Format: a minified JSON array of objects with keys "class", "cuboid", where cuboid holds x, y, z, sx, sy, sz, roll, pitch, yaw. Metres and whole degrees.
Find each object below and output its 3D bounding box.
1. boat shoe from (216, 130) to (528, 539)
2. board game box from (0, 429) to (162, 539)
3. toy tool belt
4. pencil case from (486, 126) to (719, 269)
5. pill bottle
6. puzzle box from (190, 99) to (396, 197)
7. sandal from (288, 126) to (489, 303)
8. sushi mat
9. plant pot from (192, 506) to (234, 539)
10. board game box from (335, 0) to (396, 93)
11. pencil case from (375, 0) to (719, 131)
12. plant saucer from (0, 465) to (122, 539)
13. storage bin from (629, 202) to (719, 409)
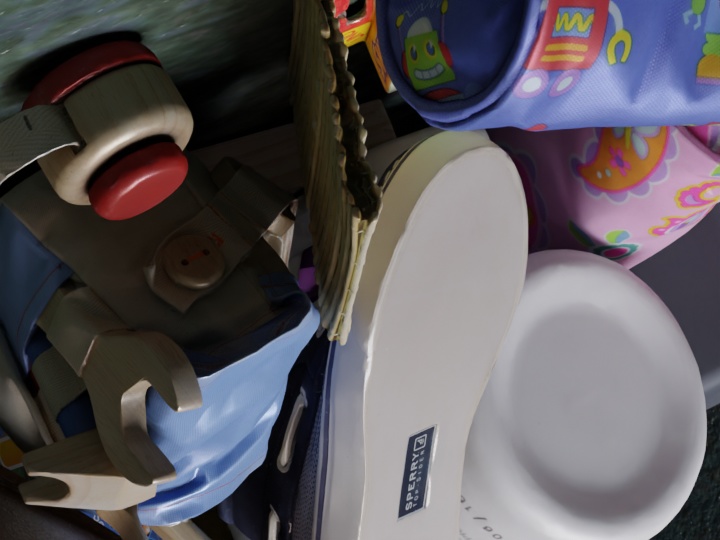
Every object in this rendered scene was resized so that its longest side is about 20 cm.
[{"class":"boat shoe","cuboid":[-0.006,0.030,0.961,0.074,0.093,0.201,-13,126,-40]},{"class":"board game box","cuboid":[-0.141,0.108,1.121,0.034,0.136,0.200,-12,176,-32]},{"class":"toy tool belt","cuboid":[-0.059,0.024,0.864,0.125,0.123,0.200,-27,162,-19]},{"class":"pencil case","cuboid":[0.093,-0.041,1.060,0.087,0.088,0.200,-17,168,-31]},{"class":"pill bottle","cuboid":[0.032,0.069,1.082,0.114,0.115,0.200,-16,175,-36]},{"class":"puzzle box","cuboid":[-0.096,-0.005,1.012,0.199,0.026,0.133,-18,170,-29]},{"class":"sandal","cuboid":[-0.007,0.002,1.026,0.082,0.050,0.203,-19,168,-23]},{"class":"sushi mat","cuboid":[-0.009,-0.040,0.801,0.012,0.096,0.200,-7,170,-4]},{"class":"plant pot","cuboid":[-0.031,0.144,1.168,0.028,0.200,0.200,-53,163,12]},{"class":"board game box","cuboid":[0.082,-0.106,0.864,0.199,0.030,0.096,-19,170,-7]},{"class":"pencil case","cuboid":[0.099,-0.085,0.779,0.199,0.087,0.078,-4,-165,-33]},{"class":"plant saucer","cuboid":[-0.141,0.079,0.940,0.037,0.200,0.200,-62,172,-5]},{"class":"storage bin","cuboid":[0.143,-0.013,1.196,0.145,0.135,0.200,-15,169,-37]}]
